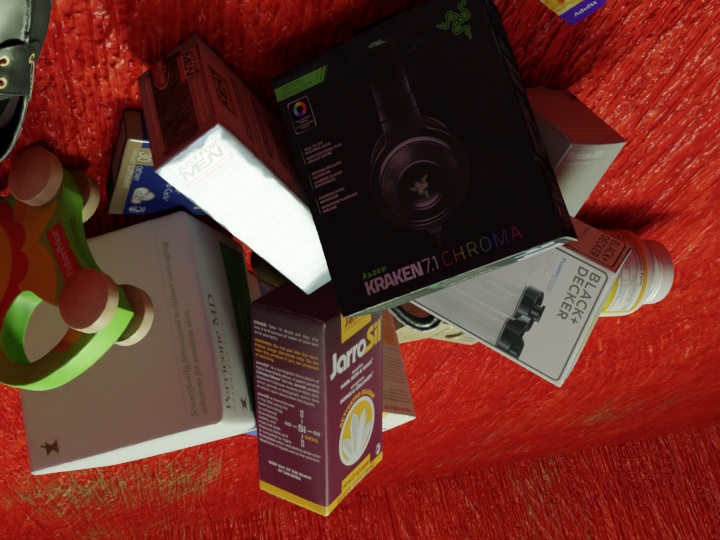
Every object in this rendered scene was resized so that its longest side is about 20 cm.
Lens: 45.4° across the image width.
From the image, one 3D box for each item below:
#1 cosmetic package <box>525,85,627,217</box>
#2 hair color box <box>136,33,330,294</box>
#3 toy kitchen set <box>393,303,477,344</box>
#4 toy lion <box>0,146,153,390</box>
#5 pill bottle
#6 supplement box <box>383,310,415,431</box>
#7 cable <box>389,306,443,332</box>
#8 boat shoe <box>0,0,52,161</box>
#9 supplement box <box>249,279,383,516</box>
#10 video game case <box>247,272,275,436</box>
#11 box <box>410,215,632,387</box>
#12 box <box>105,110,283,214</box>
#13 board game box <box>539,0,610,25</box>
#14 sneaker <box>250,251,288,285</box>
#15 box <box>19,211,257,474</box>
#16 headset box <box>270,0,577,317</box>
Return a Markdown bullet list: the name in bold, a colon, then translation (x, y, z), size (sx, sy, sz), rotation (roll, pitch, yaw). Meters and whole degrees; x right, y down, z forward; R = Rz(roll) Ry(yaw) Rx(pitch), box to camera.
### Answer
- **cosmetic package**: translation (0.141, -0.062, 0.792), size (0.106, 0.091, 0.202), rotation (-13, 143, -44)
- **hair color box**: translation (-0.081, -0.074, 0.667), size (0.060, 0.100, 0.200), rotation (-30, 142, 13)
- **toy kitchen set**: translation (0.057, 0.117, 1.175), size (0.198, 0.167, 0.178), rotation (-29, 153, 36)
- **toy lion**: translation (-0.287, 0.013, 0.706), size (0.190, 0.202, 0.069), rotation (-37, 155, 9)
- **pill bottle**: translation (0.302, 0.002, 1.107), size (0.196, 0.115, 0.113), rotation (-1, 156, -27)
- **supplement box**: translation (-0.016, 0.081, 0.999), size (0.073, 0.204, 0.125), rotation (-24, 155, 28)
- **cable**: translation (0.000, 0.000, 0.861), size (0.097, 0.201, 0.050), rotation (-38, -169, 8)
- **boat shoe**: translation (-0.238, -0.136, 0.548), size (0.072, 0.064, 0.201), rotation (4, 151, -29)
- **supplement box**: translation (-0.038, 0.111, 0.827), size (0.084, 0.205, 0.110), rotation (13, -154, 28)
- **video game case**: translation (-0.096, 0.116, 1.064), size (0.045, 0.185, 0.200), rotation (-19, 158, 17)
- **box**: translation (0.109, -0.008, 0.721), size (0.060, 0.198, 0.118), rotation (-35, 151, -55)
- **box**: translation (-0.117, -0.090, 0.763), size (0.196, 0.033, 0.121), rotation (-3, 156, -26)
- **board game box**: translation (0.138, -0.243, 0.519), size (0.150, 0.047, 0.198), rotation (-29, 153, 34)
- **sneaker**: translation (-0.014, -0.036, 0.914), size (0.196, 0.068, 0.090), rotation (-2, 150, -29)
- **box**: translation (-0.210, 0.075, 0.844), size (0.196, 0.204, 0.171), rotation (-15, 168, 10)
- **headset box**: translation (0.046, -0.090, 0.644), size (0.171, 0.204, 0.092), rotation (-19, 173, 19)
